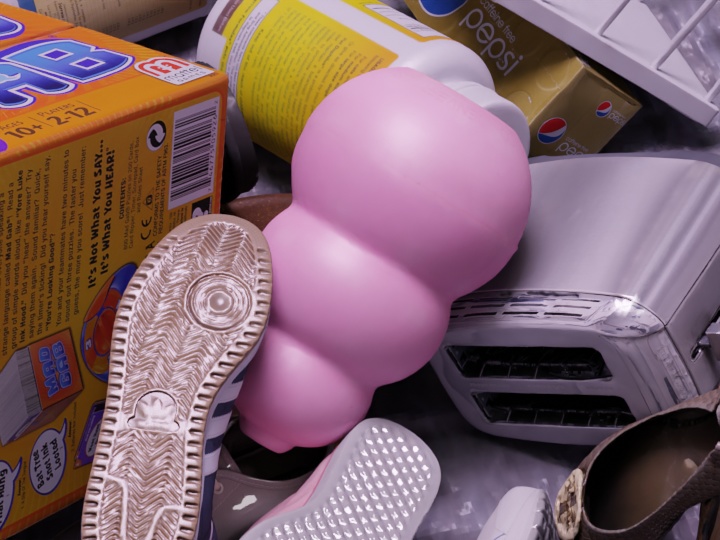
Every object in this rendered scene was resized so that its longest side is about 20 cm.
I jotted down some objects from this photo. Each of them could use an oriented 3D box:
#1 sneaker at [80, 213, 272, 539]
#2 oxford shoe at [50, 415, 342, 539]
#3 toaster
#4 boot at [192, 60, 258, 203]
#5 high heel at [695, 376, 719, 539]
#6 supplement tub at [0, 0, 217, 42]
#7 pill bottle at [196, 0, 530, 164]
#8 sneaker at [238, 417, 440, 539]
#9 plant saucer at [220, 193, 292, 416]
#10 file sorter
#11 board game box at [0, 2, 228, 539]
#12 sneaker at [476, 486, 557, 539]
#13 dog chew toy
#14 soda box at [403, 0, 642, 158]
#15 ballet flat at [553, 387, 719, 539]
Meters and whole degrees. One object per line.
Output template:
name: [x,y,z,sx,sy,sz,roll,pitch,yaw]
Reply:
sneaker: [-0.089,0.078,1.151,0.070,0.109,0.201,12,62,5]
oxford shoe: [-0.093,0.124,1.226,0.199,0.058,0.075,-25,50,-17]
toaster: [0.119,0.015,1.260,0.199,0.114,0.129,1,44,37]
boot: [-0.159,-0.043,1.335,0.157,0.080,0.211,-29,8,-26]
high heel: [0.192,0.126,1.137,0.071,0.143,0.201,3,46,4]
supplement tub: [-0.166,-0.212,1.499,0.199,0.145,0.145,-23,48,-17]
pill bottle: [0.003,-0.099,1.386,0.109,0.110,0.200,-35,46,-26]
sneaker: [-0.032,0.157,1.143,0.075,0.105,0.200,40,33,2]
plant saucer: [-0.060,0.009,1.316,0.199,0.037,0.201,-8,32,5]
file sorter: [0.149,-0.205,1.397,0.199,0.125,0.139,27,24,-31]
board game box: [-0.208,-0.007,1.172,0.199,0.201,0.200,19,26,29]
sneaker: [0.040,0.178,1.154,0.087,0.075,0.200,8,44,26]
dog chew toy: [0.000,0.000,1.199,0.124,0.124,0.201,32,91,31]
soda box: [0.088,-0.147,1.452,0.068,0.064,0.200,-46,47,16]
ballet flat: [0.147,0.094,1.151,0.046,0.200,0.068,10,67,-28]
